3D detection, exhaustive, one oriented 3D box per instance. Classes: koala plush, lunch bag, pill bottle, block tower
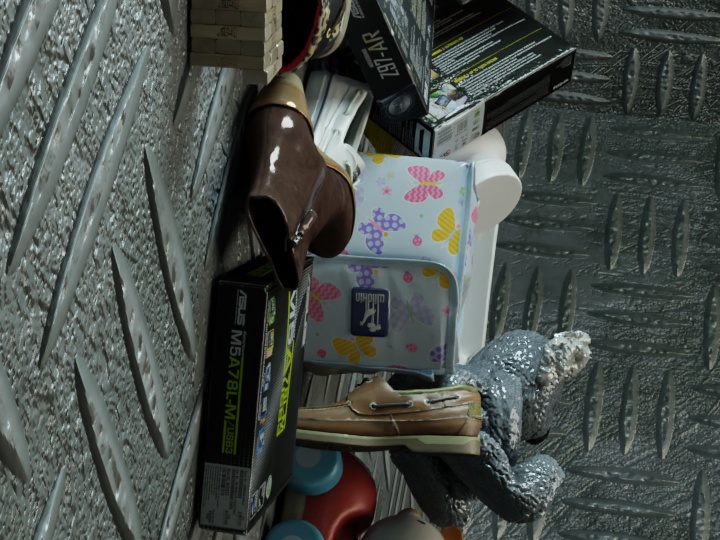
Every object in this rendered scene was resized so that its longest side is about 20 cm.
[{"bbox_3d":[0.135,0.129,1.707,0.200,0.177,0.184,-41,104,-33],"label":"koala plush"},{"bbox_3d":[0.020,-0.004,1.599,0.127,0.169,0.200,71,27,-71],"label":"lunch bag"},{"bbox_3d":[0.078,-0.133,1.755,0.200,0.112,0.113,55,-17,33],"label":"pill bottle"},{"bbox_3d":[-0.081,-0.228,1.141,0.054,0.058,0.200,-64,157,-66],"label":"block tower"}]

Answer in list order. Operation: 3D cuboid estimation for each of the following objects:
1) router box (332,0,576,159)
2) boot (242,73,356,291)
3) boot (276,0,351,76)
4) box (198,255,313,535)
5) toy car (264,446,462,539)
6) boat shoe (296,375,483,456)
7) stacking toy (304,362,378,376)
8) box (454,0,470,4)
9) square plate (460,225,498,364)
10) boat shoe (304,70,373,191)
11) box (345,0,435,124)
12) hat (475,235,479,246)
[{"bbox_3d":[0.093,-0.202,1.705,0.200,0.149,0.051,-31,146,-28],"label":"router box"},{"bbox_3d":[-0.055,-0.041,1.371,0.167,0.072,0.200,-84,163,-45],"label":"boot"},{"bbox_3d":[-0.042,-0.253,1.341,0.151,0.073,0.200,-61,161,-69],"label":"boot"},{"bbox_3d":[-0.083,0.094,1.398,0.193,0.047,0.200,-29,125,-78],"label":"box"},{"bbox_3d":[0.020,0.268,1.697,0.184,0.200,0.177,81,18,-63],"label":"toy car"},{"bbox_3d":[0.012,0.132,1.574,0.072,0.200,0.068,126,-33,-79],"label":"boat shoe"},{"bbox_3d":[0.000,0.000,1.720,0.146,0.146,0.200,52,29,-78],"label":"stacking toy"},{"bbox_3d":[0.107,-0.356,1.742,0.115,0.132,0.200,62,-5,-19],"label":"box"},{"bbox_3d":[0.047,-0.003,1.810,0.028,0.200,0.198,-176,-87,-67],"label":"square plate"},{"bbox_3d":[-0.030,-0.096,1.543,0.074,0.067,0.200,79,20,-63],"label":"boat shoe"},{"bbox_3d":[0.023,-0.262,1.609,0.200,0.043,0.160,-86,156,-44],"label":"box"},{"bbox_3d":[0.040,-0.045,1.897,0.081,0.200,0.201,2,96,-45],"label":"hat"}]
